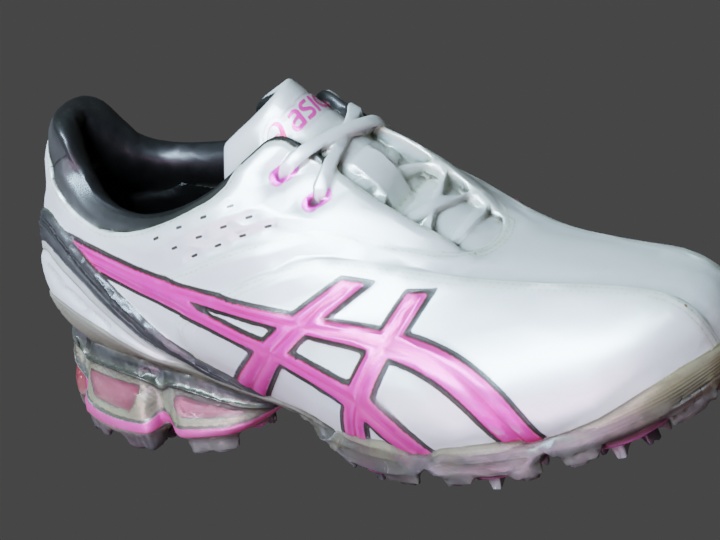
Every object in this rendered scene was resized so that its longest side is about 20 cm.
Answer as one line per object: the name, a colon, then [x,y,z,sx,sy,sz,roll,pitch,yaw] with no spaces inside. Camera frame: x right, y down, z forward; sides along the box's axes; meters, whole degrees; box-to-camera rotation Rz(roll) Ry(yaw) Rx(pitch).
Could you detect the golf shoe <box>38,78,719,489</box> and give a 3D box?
golf shoe: [0.000,0.000,0.748,0.199,0.073,0.092,3,121,31]
